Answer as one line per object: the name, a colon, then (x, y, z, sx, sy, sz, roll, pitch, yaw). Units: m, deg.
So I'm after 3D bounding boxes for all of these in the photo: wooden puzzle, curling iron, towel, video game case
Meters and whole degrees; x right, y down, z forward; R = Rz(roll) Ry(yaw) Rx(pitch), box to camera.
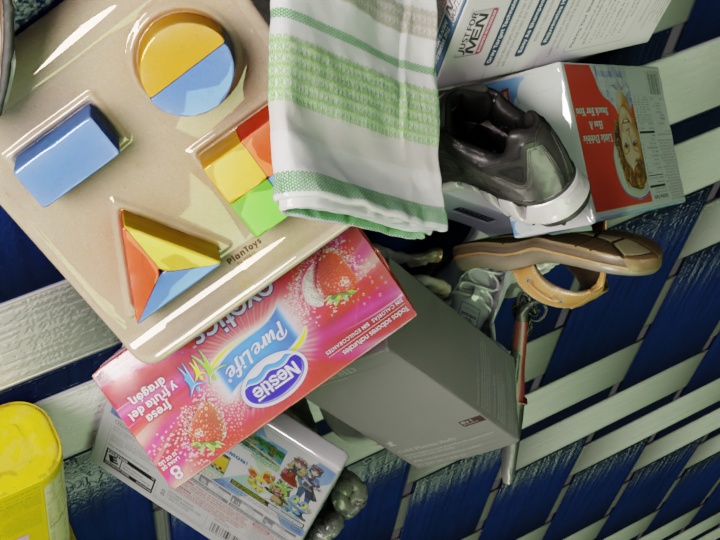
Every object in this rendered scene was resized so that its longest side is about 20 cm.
wooden puzzle: (-0.112, -0.064, 0.698, 0.185, 0.046, 0.200, -35, 112, 4)
curling iron: (0.157, 0.117, 1.200, 0.049, 0.025, 0.202, -17, 115, -51)
towel: (0.003, -0.125, 0.708, 0.031, 0.202, 0.149, -5, 172, 36)
video game case: (-0.123, 0.153, 1.008, 0.022, 0.199, 0.183, -52, 171, -46)

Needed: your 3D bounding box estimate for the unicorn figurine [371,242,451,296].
unicorn figurine: (0.000, 0.000, 0.996, 0.136, 0.074, 0.200, 3, 142, -32)

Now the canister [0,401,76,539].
canister: (-0.307, 0.204, 0.994, 0.148, 0.087, 0.201, -19, 147, -24)

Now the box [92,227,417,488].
box: (-0.069, 0.044, 0.830, 0.199, 0.096, 0.100, -36, -175, -1)

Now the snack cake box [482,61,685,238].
snack cake box: (0.175, -0.094, 0.935, 0.067, 0.116, 0.199, -11, 180, 34)

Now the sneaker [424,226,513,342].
sneaker: (0.111, 0.007, 1.067, 0.075, 0.115, 0.200, 28, 128, -13)

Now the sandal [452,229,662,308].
sandal: (0.143, 0.000, 0.899, 0.080, 0.055, 0.199, -8, -175, -34)

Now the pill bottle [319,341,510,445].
pill bottle: (0.061, 0.110, 1.189, 0.199, 0.115, 0.114, 7, 133, -49)

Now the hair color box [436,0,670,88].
hair color box: (0.129, -0.195, 0.843, 0.199, 0.061, 0.100, -17, 149, -28)

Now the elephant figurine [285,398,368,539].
elephant figurine: (-0.090, 0.156, 1.118, 0.141, 0.201, 0.155, -37, -174, -30)

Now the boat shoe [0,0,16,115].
boat shoe: (-0.199, -0.147, 0.584, 0.073, 0.061, 0.201, -11, 144, -25)

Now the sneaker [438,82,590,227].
sneaker: (0.061, -0.093, 0.835, 0.067, 0.199, 0.091, -51, 136, -22)

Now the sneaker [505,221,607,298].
sneaker: (0.176, -0.023, 1.135, 0.072, 0.085, 0.201, -17, 149, -30)

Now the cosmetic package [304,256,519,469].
cosmetic package: (0.034, 0.079, 0.978, 0.106, 0.091, 0.200, -21, 145, 31)

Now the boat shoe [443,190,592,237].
boat shoe: (0.108, -0.076, 0.977, 0.201, 0.087, 0.074, 16, 163, -29)
